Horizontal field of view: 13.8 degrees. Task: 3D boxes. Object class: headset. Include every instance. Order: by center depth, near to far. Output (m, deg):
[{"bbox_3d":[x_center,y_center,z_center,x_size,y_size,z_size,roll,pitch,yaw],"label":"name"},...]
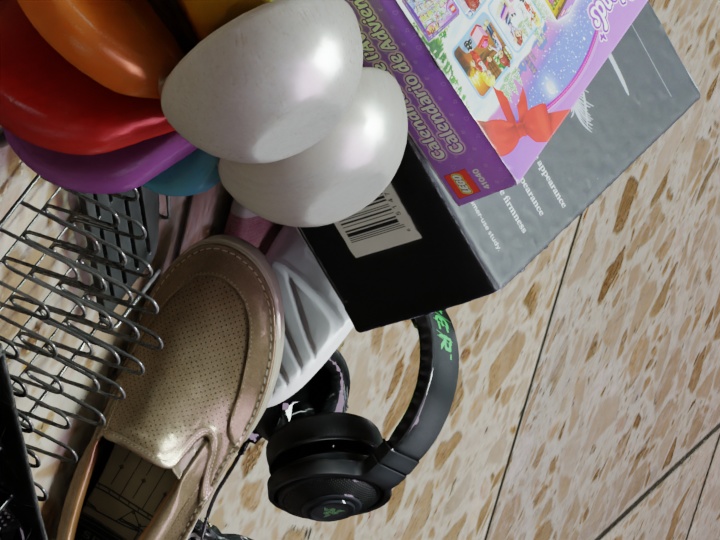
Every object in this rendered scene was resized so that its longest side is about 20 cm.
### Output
[{"bbox_3d":[-0.022,0.089,1.604,0.200,0.124,0.094,-42,138,17],"label":"headset"}]

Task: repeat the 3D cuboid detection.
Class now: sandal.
[{"bbox_3d":[-0.007,-0.004,1.539,0.207,0.079,0.059,-50,154,-19],"label":"sandal"}]

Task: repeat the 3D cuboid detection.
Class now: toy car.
[{"bbox_3d":[-0.083,-0.094,1.203,0.150,0.175,0.200,-31,160,3],"label":"toy car"}]

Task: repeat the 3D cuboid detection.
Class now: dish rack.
[{"bbox_3d":[-0.131,0.020,1.320,0.200,0.055,0.153,-55,159,-31],"label":"dish rack"}]

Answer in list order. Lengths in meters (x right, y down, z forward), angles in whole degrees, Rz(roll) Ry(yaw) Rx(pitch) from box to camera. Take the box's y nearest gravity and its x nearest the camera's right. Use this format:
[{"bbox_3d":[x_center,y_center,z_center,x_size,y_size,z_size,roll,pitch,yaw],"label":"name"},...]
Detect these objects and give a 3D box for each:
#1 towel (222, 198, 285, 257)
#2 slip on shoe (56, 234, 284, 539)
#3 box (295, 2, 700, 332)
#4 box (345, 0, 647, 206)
[{"bbox_3d":[-0.019,-0.103,1.535,0.144,0.023,0.200,-29,137,-58],"label":"towel"},{"bbox_3d":[-0.098,0.078,1.452,0.200,0.076,0.061,-63,169,11],"label":"slip on shoe"},{"bbox_3d":[0.050,-0.088,1.452,0.200,0.104,0.148,-41,106,-41],"label":"box"},{"bbox_3d":[0.061,-0.141,1.361,0.137,0.039,0.200,55,42,-17],"label":"box"}]
